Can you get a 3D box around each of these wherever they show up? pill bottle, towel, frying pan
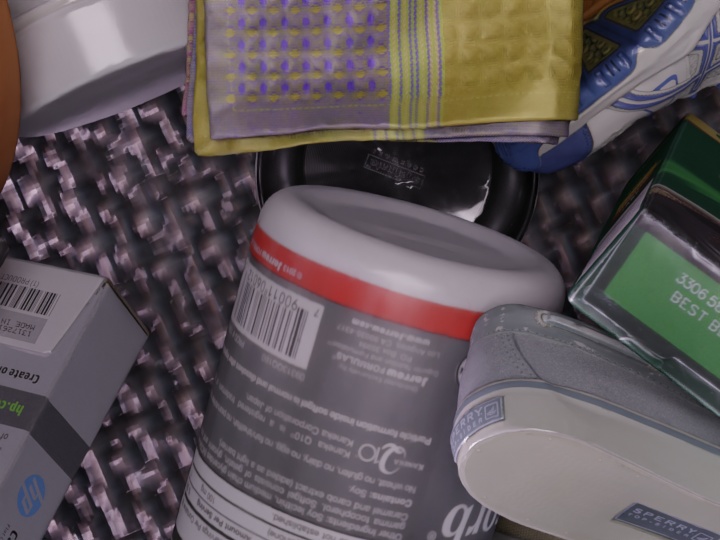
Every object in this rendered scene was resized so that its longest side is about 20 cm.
[{"bbox_3d":[-0.127,-0.159,0.749,0.113,0.114,0.201,-23,88,0],"label":"pill bottle"},{"bbox_3d":[0.007,-0.138,0.682,0.143,0.023,0.201,2,90,16],"label":"towel"},{"bbox_3d":[-0.011,-0.013,0.786,0.115,0.031,0.190,44,86,3],"label":"frying pan"},{"bbox_3d":[-0.005,0.079,0.727,0.115,0.116,0.201,16,102,2],"label":"pill bottle"}]

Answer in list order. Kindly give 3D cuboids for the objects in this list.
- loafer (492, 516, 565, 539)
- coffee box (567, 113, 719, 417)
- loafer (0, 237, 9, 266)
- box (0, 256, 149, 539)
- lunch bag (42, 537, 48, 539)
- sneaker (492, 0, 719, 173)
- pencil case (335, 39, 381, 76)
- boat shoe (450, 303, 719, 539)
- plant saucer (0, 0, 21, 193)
[{"bbox_3d":[0.145,0.090,0.753,0.199,0.075,0.070,5,92,2],"label":"loafer"},{"bbox_3d":[0.142,0.008,0.694,0.123,0.200,0.044,38,108,4],"label":"coffee box"},{"bbox_3d":[-0.192,-0.036,0.701,0.072,0.073,0.200,-39,59,-8],"label":"loafer"},{"bbox_3d":[-0.183,0.081,0.681,0.155,0.041,0.200,10,60,30],"label":"box"},{"bbox_3d":[-0.165,0.163,0.715,0.200,0.082,0.161,27,89,34],"label":"lunch bag"},{"bbox_3d":[0.140,-0.093,0.738,0.200,0.075,0.088,-41,121,20],"label":"sneaker"},{"bbox_3d":[-0.018,-0.153,0.753,0.087,0.078,0.201,-16,77,-25],"label":"pencil case"},{"bbox_3d":[0.119,0.065,0.671,0.200,0.070,0.072,25,48,-24],"label":"boat shoe"},{"bbox_3d":[-0.196,-0.100,0.732,0.032,0.200,0.201,-32,86,-43],"label":"plant saucer"}]
